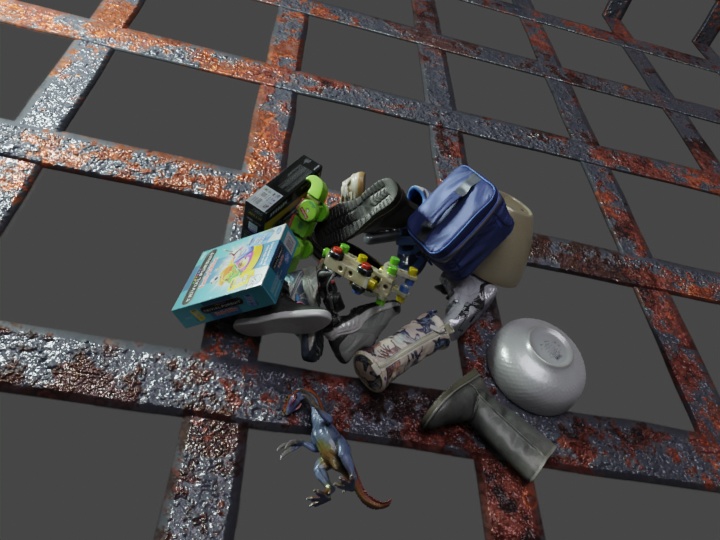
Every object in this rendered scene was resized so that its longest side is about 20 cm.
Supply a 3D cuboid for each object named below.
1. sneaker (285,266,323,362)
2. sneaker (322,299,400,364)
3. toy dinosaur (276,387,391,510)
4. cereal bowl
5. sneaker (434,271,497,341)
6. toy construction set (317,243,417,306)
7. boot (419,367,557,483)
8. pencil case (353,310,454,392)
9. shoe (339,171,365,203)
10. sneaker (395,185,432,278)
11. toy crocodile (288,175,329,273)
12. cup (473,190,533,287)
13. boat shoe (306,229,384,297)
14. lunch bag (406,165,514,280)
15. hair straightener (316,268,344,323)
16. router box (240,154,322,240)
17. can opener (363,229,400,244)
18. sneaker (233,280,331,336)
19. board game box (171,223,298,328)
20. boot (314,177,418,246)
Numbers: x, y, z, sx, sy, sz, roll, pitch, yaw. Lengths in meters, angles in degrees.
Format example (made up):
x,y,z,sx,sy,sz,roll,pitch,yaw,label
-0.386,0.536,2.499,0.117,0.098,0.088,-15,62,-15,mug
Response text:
x,y,z,sx,sy,sz,roll,pitch,yaw,label
-0.111,0.084,1.086,0.083,0.079,0.204,-7,45,-1,sneaker
0.008,0.107,1.105,0.198,0.073,0.082,-24,98,-47,sneaker
-0.061,0.271,0.936,0.200,0.104,0.183,43,18,-32,toy dinosaur
0.347,0.169,1.150,0.194,0.085,0.204,11,44,-10,cereal bowl
0.188,0.059,1.206,0.114,0.076,0.198,38,42,19,sneaker
0.000,0.000,1.106,0.194,0.095,0.130,13,15,22,toy construction set
0.218,0.279,1.017,0.179,0.073,0.201,-27,67,-35,boot
0.076,0.143,1.069,0.197,0.090,0.079,-25,76,-36,pencil case
-0.020,-0.147,1.251,0.051,0.200,0.072,2,74,-5,shoe
0.109,-0.084,1.263,0.072,0.082,0.206,0,67,34,sneaker
-0.113,-0.081,1.147,0.061,0.205,0.067,28,13,16,toy crocodile
0.291,-0.083,1.286,0.195,0.146,0.202,23,25,-12,cup
-0.030,-0.029,1.217,0.199,0.061,0.072,35,46,14,boat shoe
0.184,-0.092,1.166,0.132,0.200,0.136,42,3,-43,lunch bag
-0.043,0.047,1.014,0.040,0.201,0.079,-23,76,-9,hair straightener
-0.157,-0.112,1.180,0.051,0.160,0.201,29,45,11,router box
0.087,-0.098,1.346,0.195,0.055,0.066,-10,19,-27,can opener
-0.129,0.052,1.020,0.195,0.071,0.102,-7,59,31,sneaker
-0.215,0.009,1.036,0.195,0.047,0.153,-16,37,25,board game box
0.019,-0.092,1.192,0.137,0.196,0.080,24,45,-58,boot
